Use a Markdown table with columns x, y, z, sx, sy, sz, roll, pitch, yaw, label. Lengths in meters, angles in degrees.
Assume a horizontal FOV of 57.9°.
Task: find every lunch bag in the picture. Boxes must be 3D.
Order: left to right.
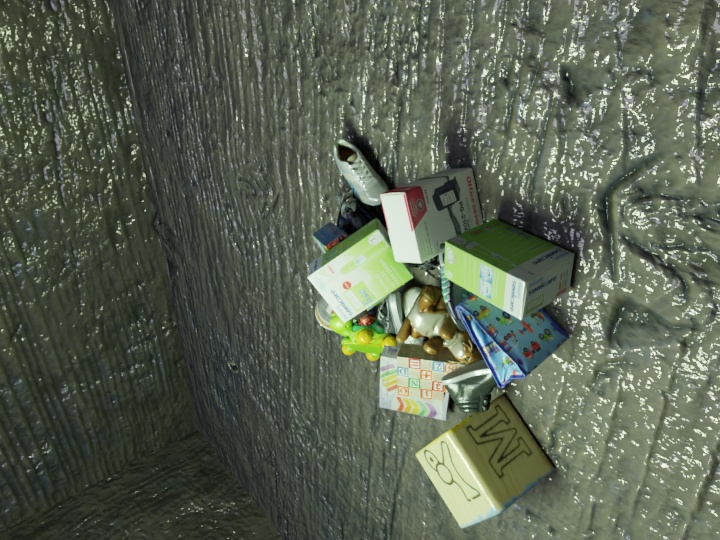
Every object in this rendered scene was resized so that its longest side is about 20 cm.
| x | y | z | sx | sy | sz | roll | pitch | yaw | label |
| --- | --- | --- | --- | --- | --- | --- | --- | --- | --- |
| 0.289 | 0.102 | 1.295 | 0.201 | 0.150 | 0.094 | 55 | 147 | 7 | lunch bag |

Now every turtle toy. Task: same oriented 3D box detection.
| x | y | z | sx | sy | sz | roll | pitch | yaw | label |
| --- | --- | --- | --- | --- | --- | --- | --- | --- | --- |
| 0.006 | 0.171 | 1.785 | 0.146 | 0.199 | 0.102 | 138 | 144 | -57 | turtle toy |

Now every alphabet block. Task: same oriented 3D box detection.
| x | y | z | sx | sy | sz | roll | pitch | yaw | label |
| --- | --- | --- | --- | --- | --- | --- | --- | --- | --- |
| 0.281 | 0.441 | 1.503 | 0.201 | 0.195 | 0.196 | 57 | 146 | 16 | alphabet block |

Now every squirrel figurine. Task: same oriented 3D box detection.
| x | y | z | sx | sy | sz | roll | pitch | yaw | label |
| --- | --- | --- | --- | --- | --- | --- | --- | --- | --- |
| 0.202 | 0.123 | 1.469 | 0.186 | 0.200 | 0.142 | 31 | 112 | 2 | squirrel figurine |

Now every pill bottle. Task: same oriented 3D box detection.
| x | y | z | sx | sy | sz | roll | pitch | yaw | label |
| --- | --- | --- | --- | --- | --- | --- | --- | --- | --- |
| -0.053 | 0.080 | 1.849 | 0.117 | 0.116 | 0.200 | 56 | 147 | 17 | pill bottle |

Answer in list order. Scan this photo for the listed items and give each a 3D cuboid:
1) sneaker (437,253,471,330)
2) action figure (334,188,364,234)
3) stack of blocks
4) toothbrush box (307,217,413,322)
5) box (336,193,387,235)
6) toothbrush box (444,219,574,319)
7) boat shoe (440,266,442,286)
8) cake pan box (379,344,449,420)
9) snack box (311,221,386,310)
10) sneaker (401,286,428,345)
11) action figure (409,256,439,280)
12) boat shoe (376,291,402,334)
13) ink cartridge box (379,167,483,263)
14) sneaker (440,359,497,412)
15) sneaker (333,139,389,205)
| x | y | z | sx | sy | sz | roll | pitch | yaw | label |
| --- | --- | --- | --- | --- | --- | --- | --- | --- | --- |
| 0.219 | 0.025 | 1.364 | 0.087 | 0.074 | 0.201 | -22 | 55 | 24 | sneaker |
| -0.012 | -0.117 | 1.608 | 0.201 | 0.069 | 0.130 | 57 | 173 | 20 | action figure |
| 0.189 | 0.246 | 1.544 | 0.198 | 0.059 | 0.116 | 5 | 120 | 14 | stack of blocks |
| 0.000 | 0.000 | 1.504 | 0.146 | 0.199 | 0.086 | 53 | -166 | -19 | toothbrush box |
| 0.013 | -0.086 | 1.711 | 0.200 | 0.046 | 0.160 | 48 | 144 | 28 | box |
| 0.280 | -0.009 | 1.247 | 0.199 | 0.145 | 0.087 | 30 | 134 | 43 | toothbrush box |
| 0.244 | 0.058 | 1.433 | 0.200 | 0.072 | 0.066 | 40 | 144 | 38 | boat shoe |
| 0.141 | 0.284 | 1.657 | 0.183 | 0.052 | 0.201 | 9 | 128 | 10 | cake pan box |
| -0.030 | -0.014 | 1.638 | 0.201 | 0.067 | 0.169 | 58 | 174 | -20 | snack box |
| 0.156 | 0.144 | 1.615 | 0.087 | 0.075 | 0.202 | 15 | 122 | 52 | sneaker |
| 0.127 | -0.071 | 1.486 | 0.119 | 0.101 | 0.202 | -99 | -1 | -75 | action figure |
| 0.074 | 0.111 | 1.656 | 0.200 | 0.067 | 0.072 | 73 | -162 | -65 | boat shoe |
| 0.152 | -0.116 | 1.337 | 0.084 | 0.199 | 0.146 | 4 | 113 | 52 | ink cartridge box |
| 0.287 | 0.253 | 1.441 | 0.199 | 0.071 | 0.100 | -22 | 97 | 22 | sneaker |
| -0.004 | -0.238 | 1.590 | 0.200 | 0.076 | 0.081 | 49 | 174 | 25 | sneaker |
